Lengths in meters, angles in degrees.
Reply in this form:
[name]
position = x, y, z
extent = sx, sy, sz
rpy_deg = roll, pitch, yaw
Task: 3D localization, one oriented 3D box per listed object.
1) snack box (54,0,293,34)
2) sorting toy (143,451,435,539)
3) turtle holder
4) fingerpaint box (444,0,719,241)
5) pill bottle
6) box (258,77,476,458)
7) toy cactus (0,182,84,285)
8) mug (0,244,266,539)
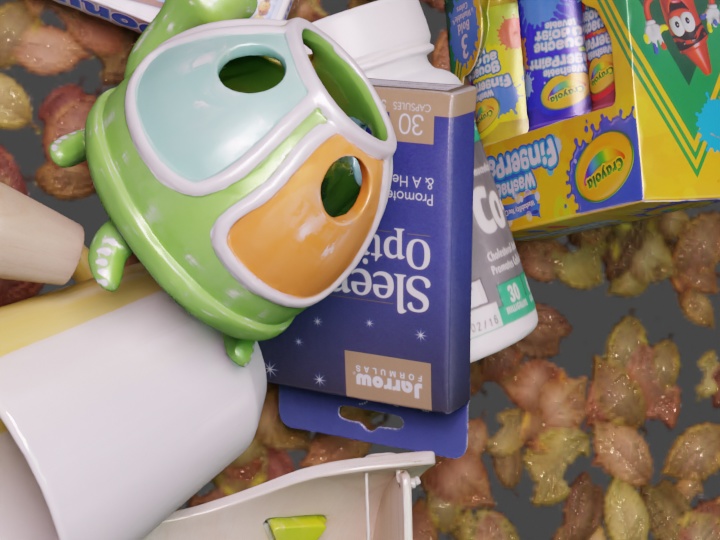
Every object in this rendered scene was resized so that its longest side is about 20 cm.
[snack box]
position = -0.133, -0.171, 0.915
extent = 0.200, 0.024, 0.072
rpy_deg = 21, 75, 0
[sorting toy]
position = -0.054, 0.198, 0.920
extent = 0.180, 0.107, 0.201
rpy_deg = -1, 89, -16
[turtle holder]
position = -0.055, -0.059, 0.834
extent = 0.132, 0.186, 0.141
rpy_deg = -39, 114, 21
[fingerpaint box]
position = 0.125, -0.108, 0.971
extent = 0.073, 0.200, 0.167
rpy_deg = -3, 87, -24
[pill bottle]
position = 0.018, -0.045, 0.962
extent = 0.113, 0.113, 0.200
rpy_deg = -21, 95, -25
[box]
position = 0.000, 0.000, 0.900
extent = 0.032, 0.121, 0.201
rpy_deg = -26, 119, -58
[toy cactus]
position = -0.210, -0.036, 0.795
extent = 0.165, 0.200, 0.102
rpy_deg = 19, 43, -28
[mug]
position = -0.138, 0.053, 0.868
extent = 0.153, 0.149, 0.187
rpy_deg = -29, 104, -33
